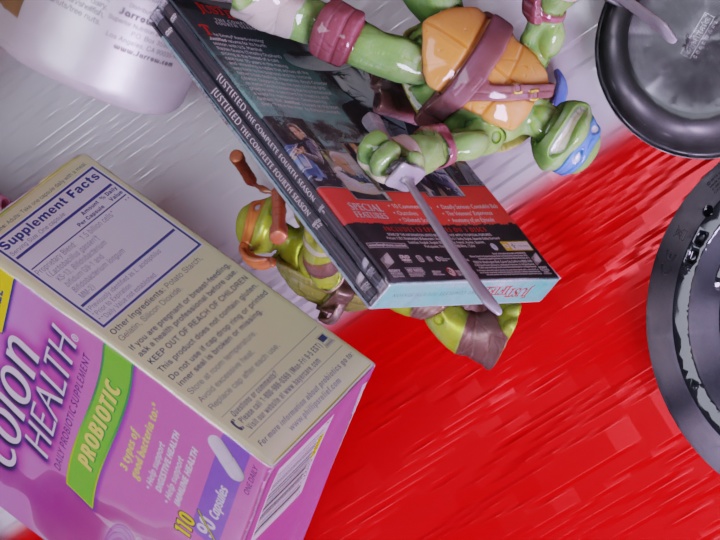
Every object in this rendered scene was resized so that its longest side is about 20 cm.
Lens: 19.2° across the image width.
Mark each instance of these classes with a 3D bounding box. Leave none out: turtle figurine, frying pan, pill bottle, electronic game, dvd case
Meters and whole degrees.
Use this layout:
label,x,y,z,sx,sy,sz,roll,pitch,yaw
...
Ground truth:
label,x,y,z,sx,sy,sz,roll,pitch,yaw
turtle figurine,0.000,0.000,1.086,0.160,0.200,0.065,21,94,-8
frying pan,0.153,-0.145,1.083,0.115,0.031,0.191,-36,79,10
pill bottle,-0.109,-0.195,1.126,0.114,0.114,0.201,29,104,14
electronic game,0.240,0.024,1.063,0.199,0.042,0.202,0,89,24
dvd case,-0.002,-0.060,1.060,0.022,0.146,0.200,-50,63,27
turtle figurine,0.042,-0.115,1.022,0.193,0.200,0.144,34,113,-1

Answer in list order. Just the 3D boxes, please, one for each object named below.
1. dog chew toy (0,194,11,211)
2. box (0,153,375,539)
label,x,y,z,sx,sy,sz,roll,pitch,yaw
dog chew toy,-0.277,0.008,1.163,0.199,0.124,0.125,-21,89,12
box,-0.117,0.073,1.130,0.199,0.097,0.176,36,137,13
